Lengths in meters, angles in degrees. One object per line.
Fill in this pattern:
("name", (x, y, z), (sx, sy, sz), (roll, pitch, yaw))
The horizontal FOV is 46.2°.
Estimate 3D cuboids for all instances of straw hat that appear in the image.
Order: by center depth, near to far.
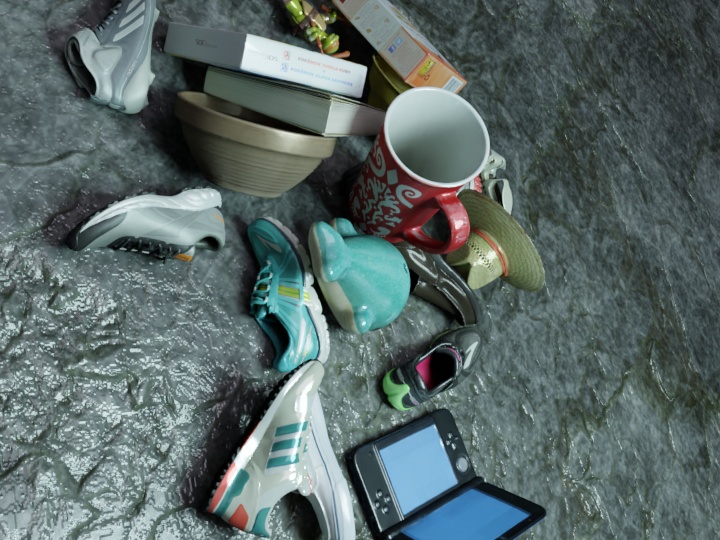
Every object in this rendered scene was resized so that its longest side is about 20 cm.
("straw hat", (0.173, -0.017, 1.247), (0.085, 0.201, 0.201), (-37, 97, -14))

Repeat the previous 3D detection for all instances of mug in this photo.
("mug", (0.059, -0.103, 1.065), (0.133, 0.200, 0.178), (13, 66, -13))

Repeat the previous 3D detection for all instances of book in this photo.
("book", (-0.081, -0.212, 1.072), (0.133, 0.199, 0.048), (-7, 114, -57))

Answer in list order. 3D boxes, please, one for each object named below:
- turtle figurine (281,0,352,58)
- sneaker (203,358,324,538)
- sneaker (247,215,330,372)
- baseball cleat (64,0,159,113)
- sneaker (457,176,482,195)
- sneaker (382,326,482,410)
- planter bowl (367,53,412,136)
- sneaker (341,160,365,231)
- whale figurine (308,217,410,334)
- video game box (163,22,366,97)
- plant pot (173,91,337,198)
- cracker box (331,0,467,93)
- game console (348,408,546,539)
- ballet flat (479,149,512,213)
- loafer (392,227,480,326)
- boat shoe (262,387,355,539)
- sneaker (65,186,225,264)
("turtle figurine", (-0.081, -0.378, 1.245), (0.161, 0.064, 0.200), (48, 27, -18))
("sneaker", (-0.082, 0.195, 0.921), (0.093, 0.070, 0.200), (36, 70, -5))
("sneaker", (-0.098, 0.028, 1.028), (0.079, 0.077, 0.201), (-13, 78, -33))
("baseball cleat", (-0.294, -0.287, 1.005), (0.106, 0.070, 0.201), (11, 62, -38))
("sneaker", (0.143, -0.189, 1.343), (0.082, 0.078, 0.201), (15, 60, -35))
("sneaker", (0.117, 0.132, 1.159), (0.200, 0.084, 0.077), (-30, 92, -45))
("planter bowl", (0.070, -0.227, 1.269), (0.200, 0.083, 0.201), (36, 22, -17))
("sneaker", (0.059, -0.129, 1.227), (0.199, 0.071, 0.100), (-18, 82, -33))
("whale figurine", (0.000, 0.000, 1.056), (0.200, 0.103, 0.160), (49, 27, -63))
("video game box", (-0.123, -0.267, 1.069), (0.182, 0.200, 0.047), (1, 106, -41))
("plant pot", (-0.136, -0.148, 1.034), (0.200, 0.201, 0.093), (5, 108, -40))
("cracker box", (0.060, -0.348, 1.284), (0.200, 0.058, 0.134), (52, 20, 25))
("game console", (0.112, 0.269, 1.064), (0.200, 0.118, 0.171), (-14, 80, -45))
("ballet flat", (0.212, -0.150, 1.392), (0.068, 0.068, 0.201), (-5, 73, -44))
("loafer", (0.097, 0.013, 1.221), (0.071, 0.073, 0.200), (-42, 108, -6))
("boat shoe", (-0.064, 0.226, 0.974), (0.067, 0.074, 0.201), (-11, 68, -20))
("sneaker", (-0.230, -0.044, 0.944), (0.200, 0.074, 0.080), (-14, 85, -45))
